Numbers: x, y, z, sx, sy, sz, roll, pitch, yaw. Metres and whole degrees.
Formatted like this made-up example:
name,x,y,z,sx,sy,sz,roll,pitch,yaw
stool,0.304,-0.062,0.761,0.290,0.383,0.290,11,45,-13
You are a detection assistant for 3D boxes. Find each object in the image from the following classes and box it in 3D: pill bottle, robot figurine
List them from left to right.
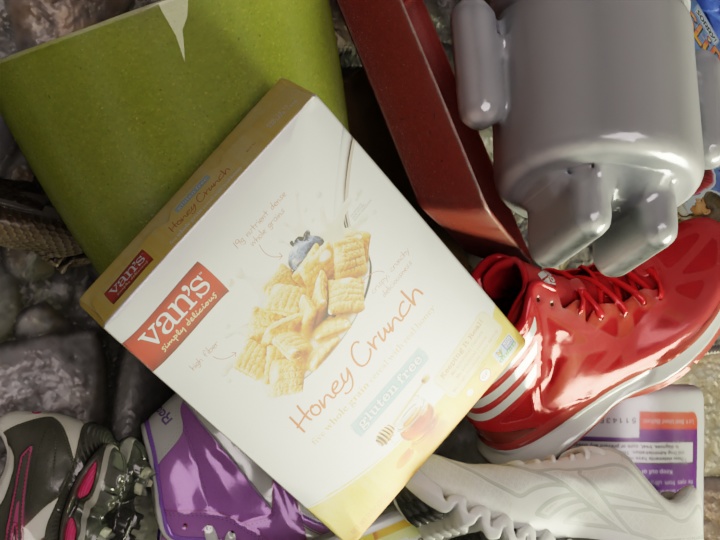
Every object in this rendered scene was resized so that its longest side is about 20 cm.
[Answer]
name,x,y,z,sx,sy,sz,roll,pitch,yaw
robot figurine,0.126,-0.101,0.842,0.168,0.113,0.202,10,67,-23
pill bottle,0.155,0.170,0.951,0.110,0.111,0.203,3,86,-21

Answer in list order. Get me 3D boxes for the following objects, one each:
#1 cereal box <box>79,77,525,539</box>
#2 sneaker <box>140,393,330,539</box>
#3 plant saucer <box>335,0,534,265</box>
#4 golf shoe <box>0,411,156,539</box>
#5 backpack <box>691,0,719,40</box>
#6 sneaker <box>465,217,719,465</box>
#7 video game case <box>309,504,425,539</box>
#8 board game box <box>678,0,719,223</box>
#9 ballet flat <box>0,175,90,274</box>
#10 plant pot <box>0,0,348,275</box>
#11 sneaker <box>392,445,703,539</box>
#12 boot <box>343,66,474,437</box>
name,x,y,z,sx,sy,sz,roll,pitch,yaw
cereal box,-0.021,0.026,0.755,0.144,0.039,0.200,-48,127,-6
sneaker,-0.055,0.155,0.900,0.114,0.073,0.202,-33,93,-11
plant saucer,0.034,-0.099,0.871,0.036,0.200,0.202,-23,78,9
golf shoe,-0.184,0.176,0.852,0.087,0.077,0.202,20,87,12
backpack,0.267,-0.183,0.988,0.198,0.162,0.170,9,87,-21
sneaker,0.134,0.018,0.872,0.200,0.078,0.116,-43,137,-14
video game case,0.017,0.230,0.860,0.198,0.023,0.184,-19,93,-21
board game box,0.185,-0.075,0.964,0.201,0.135,0.034,57,44,-11
ballet flat,-0.230,-0.036,0.847,0.198,0.068,0.047,11,115,-23
plant pot,-0.077,-0.042,0.816,0.186,0.187,0.202,-23,102,-21
sneaker,0.106,0.131,0.854,0.198,0.075,0.082,22,71,-20
boot,0.000,0.000,0.913,0.175,0.066,0.201,-41,105,-47
